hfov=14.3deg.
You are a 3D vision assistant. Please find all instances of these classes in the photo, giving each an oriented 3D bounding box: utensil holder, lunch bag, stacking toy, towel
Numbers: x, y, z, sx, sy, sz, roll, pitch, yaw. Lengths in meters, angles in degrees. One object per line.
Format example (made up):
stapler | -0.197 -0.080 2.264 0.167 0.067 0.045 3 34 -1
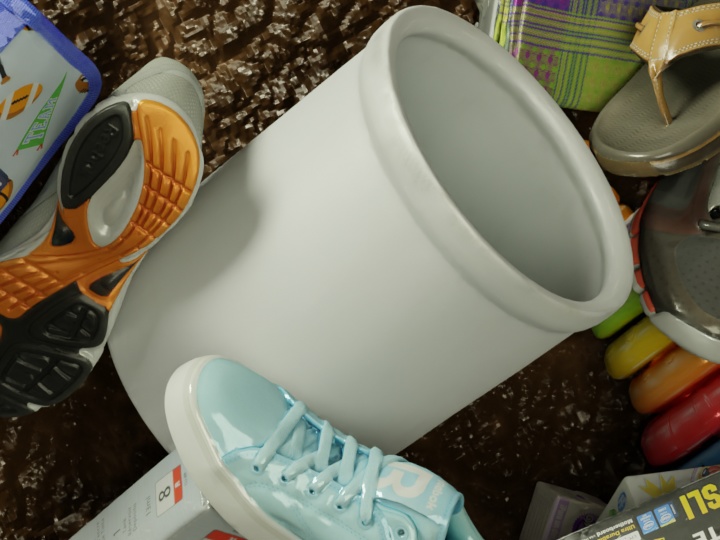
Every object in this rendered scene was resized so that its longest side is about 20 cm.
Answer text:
utensil holder | 0.000 0.000 1.355 0.200 0.170 0.170 -36 104 28
lunch bag | -0.212 -0.064 1.322 0.124 0.200 0.170 41 87 -12
stacking toy | 0.150 0.011 1.465 0.200 0.116 0.110 53 42 5
towel | 0.131 -0.180 1.443 0.143 0.023 0.201 4 97 -40

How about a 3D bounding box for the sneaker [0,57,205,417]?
sneaker | -0.129 -0.015 1.341 0.076 0.092 0.200 37 118 -9

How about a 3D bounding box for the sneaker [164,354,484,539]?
sneaker | 0.004 0.100 1.267 0.200 0.074 0.082 43 128 -13

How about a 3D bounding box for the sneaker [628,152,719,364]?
sneaker | 0.186 -0.045 1.412 0.077 0.082 0.201 23 47 -10

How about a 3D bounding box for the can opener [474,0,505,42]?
can opener | 0.072 -0.086 1.452 0.066 0.053 0.201 6 96 -11

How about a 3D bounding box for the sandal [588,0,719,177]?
sandal | 0.174 -0.118 1.421 0.200 0.081 0.055 -47 124 -28

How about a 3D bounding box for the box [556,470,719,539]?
box | 0.156 0.172 1.387 0.159 0.200 0.050 -24 57 0

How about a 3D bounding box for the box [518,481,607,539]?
box | 0.084 0.213 1.495 0.038 0.041 0.201 17 92 -15

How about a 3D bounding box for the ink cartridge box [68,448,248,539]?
ink cartridge box | -0.072 0.162 1.372 0.162 0.050 0.200 20 131 -36

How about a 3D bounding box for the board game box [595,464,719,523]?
board game box | 0.201 0.143 1.448 0.199 0.135 0.034 -5 54 -24
